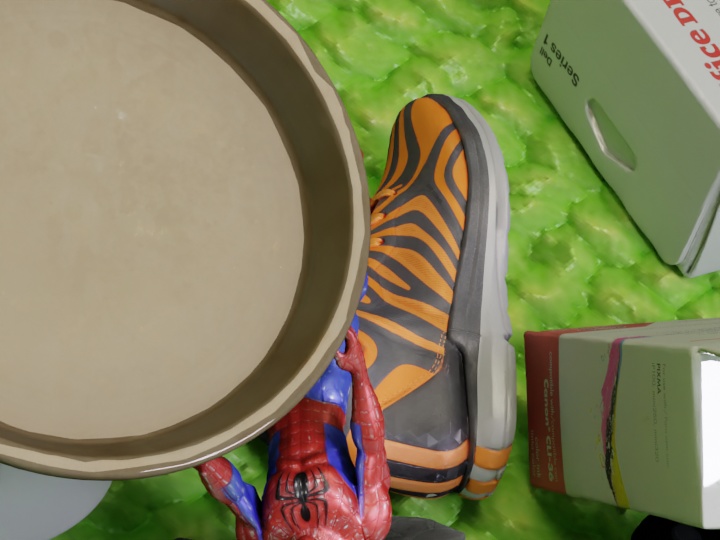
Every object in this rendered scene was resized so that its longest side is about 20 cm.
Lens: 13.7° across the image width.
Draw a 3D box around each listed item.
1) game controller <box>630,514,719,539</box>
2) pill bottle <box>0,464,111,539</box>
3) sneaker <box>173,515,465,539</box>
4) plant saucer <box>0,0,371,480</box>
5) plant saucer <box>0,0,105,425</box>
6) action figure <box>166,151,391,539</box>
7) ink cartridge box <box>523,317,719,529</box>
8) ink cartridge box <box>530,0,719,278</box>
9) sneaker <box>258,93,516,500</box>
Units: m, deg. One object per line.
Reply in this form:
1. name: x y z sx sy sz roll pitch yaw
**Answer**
1. game controller: 0.194 0.146 1.122 0.199 0.042 0.105 13 31 -18
2. pill bottle: -0.155 0.006 1.128 0.108 0.110 0.201 -6 49 -22
3. sneaker: -0.035 0.156 1.053 0.103 0.060 0.200 15 41 5
4. plant saucer: -0.094 -0.023 1.012 0.199 0.029 0.202 6 69 -16
5. plant saucer: -0.196 -0.029 1.070 0.199 0.048 0.201 -4 63 31
6. action figure: -0.027 0.027 1.080 0.065 0.099 0.201 -11 55 9
7. ink cartridge box: 0.151 0.055 1.119 0.116 0.200 0.068 -3 92 -19
8. ink cartridge box: 0.199 -0.093 1.349 0.199 0.084 0.145 -14 52 -27
9. sneaker: 0.000 0.000 1.204 0.111 0.078 0.201 7 45 -11
